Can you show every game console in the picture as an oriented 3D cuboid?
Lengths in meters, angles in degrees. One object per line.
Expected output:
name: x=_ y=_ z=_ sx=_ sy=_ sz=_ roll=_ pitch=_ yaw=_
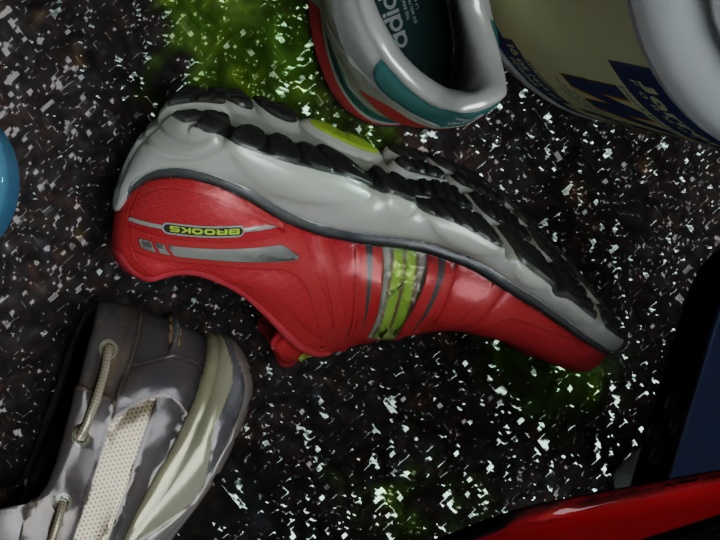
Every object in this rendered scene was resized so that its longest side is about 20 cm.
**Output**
game console: x=0.091 y=0.036 z=0.966 sx=0.119 sy=0.200 sz=0.173 roll=23 pitch=72 yaw=-13

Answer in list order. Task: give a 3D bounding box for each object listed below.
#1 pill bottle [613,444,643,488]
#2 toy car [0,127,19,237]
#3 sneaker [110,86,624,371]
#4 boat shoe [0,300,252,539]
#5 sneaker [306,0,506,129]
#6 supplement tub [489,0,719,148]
pill bottle: x=0.195 y=0.045 z=1.120 sx=0.200 sy=0.112 sz=0.112 roll=-39 pitch=111 yaw=-12
toy car: x=-0.232 y=-0.021 z=0.925 sx=0.200 sy=0.184 sz=0.177 roll=24 pitch=89 yaw=4
sneaker: x=0.000 y=0.000 z=1.065 sx=0.200 sy=0.077 sz=0.085 roll=22 pitch=110 yaw=-23
boat shoe: x=-0.113 y=0.100 z=1.029 sx=0.073 sy=0.074 sz=0.200 roll=30 pitch=78 yaw=-13
sneaker: x=0.004 y=-0.139 z=1.019 sx=0.070 sy=0.093 sz=0.200 roll=-25 pitch=108 yaw=-18
supplement tub: x=0.134 y=-0.113 z=1.019 sx=0.145 sy=0.200 sz=0.145 roll=-4 pitch=100 yaw=-22
